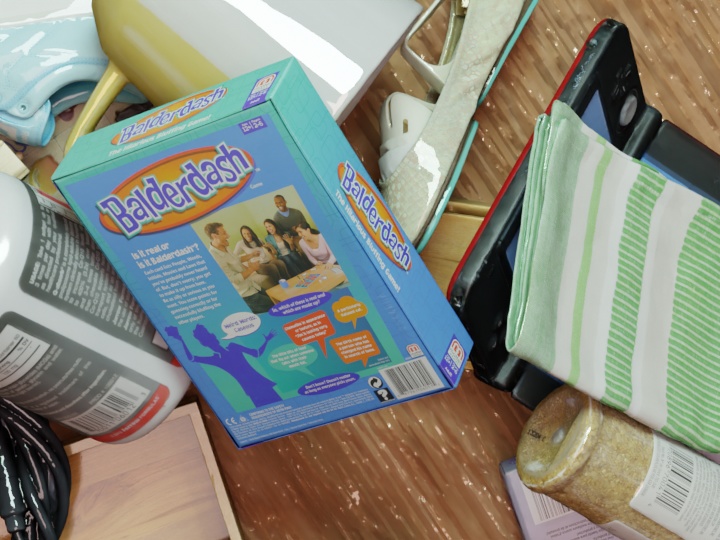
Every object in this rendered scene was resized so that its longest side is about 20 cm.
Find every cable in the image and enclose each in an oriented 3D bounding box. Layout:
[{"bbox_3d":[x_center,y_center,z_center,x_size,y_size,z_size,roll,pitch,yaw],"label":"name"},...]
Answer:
[{"bbox_3d":[-0.250,0.135,1.471,0.162,0.051,0.201,20,93,-3],"label":"cable"}]

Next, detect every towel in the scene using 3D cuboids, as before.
[{"bbox_3d":[0.162,0.011,1.406,0.199,0.023,0.154,28,60,-37],"label":"towel"}]

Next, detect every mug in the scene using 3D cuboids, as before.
[{"bbox_3d":[-0.077,-0.122,1.405,0.153,0.149,0.187,38,63,-2],"label":"mug"}]

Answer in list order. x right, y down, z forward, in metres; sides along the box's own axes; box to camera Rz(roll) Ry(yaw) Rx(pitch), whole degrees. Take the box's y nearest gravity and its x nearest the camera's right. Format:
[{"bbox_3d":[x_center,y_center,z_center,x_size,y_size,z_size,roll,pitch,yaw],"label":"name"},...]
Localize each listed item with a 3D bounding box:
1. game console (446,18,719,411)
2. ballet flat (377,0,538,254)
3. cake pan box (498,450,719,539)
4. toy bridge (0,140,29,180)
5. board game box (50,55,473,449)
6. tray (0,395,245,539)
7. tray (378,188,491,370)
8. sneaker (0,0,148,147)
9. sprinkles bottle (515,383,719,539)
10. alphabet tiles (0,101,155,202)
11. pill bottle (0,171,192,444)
[{"bbox_3d":[0.155,-0.011,1.449,0.118,0.173,0.201,23,72,23],"label":"game console"},{"bbox_3d":[0.043,-0.101,1.468,0.062,0.067,0.201,28,66,-8],"label":"ballet flat"},{"bbox_3d":[0.198,0.174,1.526,0.199,0.052,0.185,-21,93,0],"label":"cake pan box"},{"bbox_3d":[-0.272,-0.002,1.478,0.200,0.067,0.027,-44,94,-12],"label":"toy bridge"},{"bbox_3d":[-0.052,-0.005,1.367,0.151,0.045,0.201,-17,119,30],"label":"board game box"},{"bbox_3d":[-0.177,0.155,1.518,0.199,0.037,0.099,-19,95,-1],"label":"tray"},{"bbox_3d":[0.000,0.000,1.505,0.198,0.037,0.099,8,94,-4],"label":"tray"},{"bbox_3d":[-0.215,-0.110,1.467,0.198,0.074,0.083,-13,76,-1],"label":"sneaker"},{"bbox_3d":[0.183,0.135,1.433,0.199,0.068,0.069,31,93,-25],"label":"sprinkles bottle"},{"bbox_3d":[-0.187,-0.020,1.517,0.199,0.006,0.167,-32,95,1],"label":"alphabet tiles"},{"bbox_3d":[-0.193,0.013,1.419,0.199,0.116,0.116,29,94,-36],"label":"pill bottle"}]
